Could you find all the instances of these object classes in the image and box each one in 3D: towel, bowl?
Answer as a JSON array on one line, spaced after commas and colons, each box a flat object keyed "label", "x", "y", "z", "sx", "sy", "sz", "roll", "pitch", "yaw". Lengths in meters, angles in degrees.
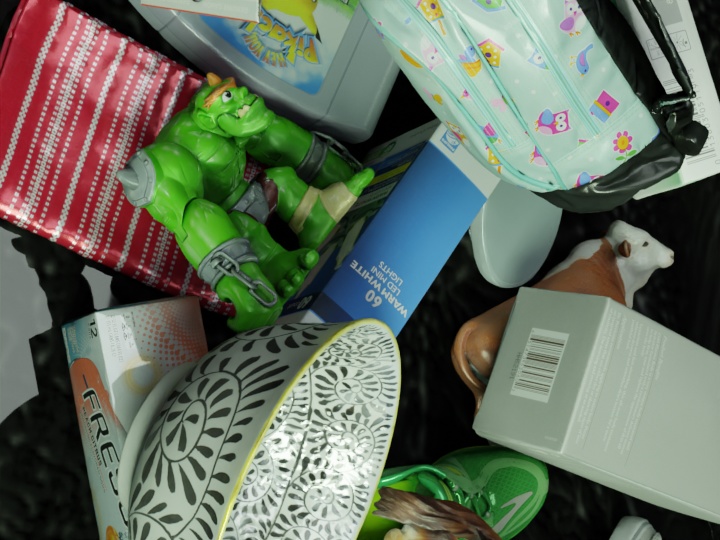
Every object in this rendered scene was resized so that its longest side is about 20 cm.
[{"label": "towel", "x": -0.140, "y": -0.072, "z": 0.824, "sx": 0.200, "sy": 0.022, "sz": 0.145, "roll": 26, "pitch": 69, "yaw": -25}, {"label": "bowl", "x": -0.065, "y": 0.104, "z": 0.698, "sx": 0.094, "sy": 0.201, "sz": 0.201, "roll": 20, "pitch": 63, "yaw": 20}]

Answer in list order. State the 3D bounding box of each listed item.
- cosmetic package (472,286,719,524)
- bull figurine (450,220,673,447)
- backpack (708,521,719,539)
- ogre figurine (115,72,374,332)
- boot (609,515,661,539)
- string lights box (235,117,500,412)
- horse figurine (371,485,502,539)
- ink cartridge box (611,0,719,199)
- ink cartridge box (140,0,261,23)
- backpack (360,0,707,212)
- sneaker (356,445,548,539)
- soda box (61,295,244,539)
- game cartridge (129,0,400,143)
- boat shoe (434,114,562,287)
[{"label": "cosmetic package", "x": 0.183, "y": 0.093, "z": 0.885, "sx": 0.200, "sy": 0.090, "sz": 0.107, "roll": 28, "pitch": 77, "yaw": -38}, {"label": "bull figurine", "x": 0.149, "y": 0.047, "z": 0.948, "sx": 0.200, "sy": 0.065, "sz": 0.122, "roll": -25, "pitch": 100, "yaw": -27}, {"label": "backpack", "x": 0.349, "y": 0.178, "z": 1.010, "sx": 0.167, "sy": 0.126, "sz": 0.201, "roll": -15, "pitch": 91, "yaw": -36}, {"label": "ogre figurine", "x": -0.071, "y": -0.048, "z": 0.782, "sx": 0.120, "sy": 0.098, "sz": 0.200, "roll": 39, "pitch": 50, "yaw": -7}, {"label": "boot", "x": 0.204, "y": 0.250, "z": 0.894, "sx": 0.200, "sy": 0.095, "sz": 0.074, "roll": -62, "pitch": 144, "yaw": -45}, {"label": "string lights box", "x": 0.000, "y": 0.000, "z": 0.845, "sx": 0.059, "sy": 0.103, "sz": 0.200, "roll": 44, "pitch": 62, "yaw": -16}, {"label": "horse figurine", "x": 0.068, "y": 0.208, "z": 0.733, "sx": 0.132, "sy": 0.050, "sz": 0.200, "roll": 9, "pitch": 57, "yaw": -38}, {"label": "ink cartridge box", "x": 0.175, "y": -0.129, "z": 0.930, "sx": 0.050, "sy": 0.200, "sz": 0.161, "roll": -18, "pitch": 90, "yaw": -16}, {"label": "ink cartridge box", "x": -0.068, "y": -0.250, "z": 0.787, "sx": 0.050, "sy": 0.109, "sz": 0.201, "roll": -4, "pitch": 106, "yaw": -50}, {"label": "backpack", "x": 0.088, "y": -0.135, "z": 0.765, "sx": 0.127, "sy": 0.167, "sz": 0.200, "roll": -41, "pitch": 125, "yaw": 3}, {"label": "sneaker", "x": 0.046, "y": 0.158, "z": 0.854, "sx": 0.200, "sy": 0.084, "sz": 0.074, "roll": -7, "pitch": 87, "yaw": -31}, {"label": "soda box", "x": -0.117, "y": 0.118, "z": 0.776, "sx": 0.068, "sy": 0.064, "sz": 0.201, "roll": -9, "pitch": 85, "yaw": -32}, {"label": "game cartridge", "x": -0.056, "y": -0.177, "z": 0.887, "sx": 0.200, "sy": 0.040, "sz": 0.134, "roll": 31, "pitch": 70, "yaw": -22}, {"label": "boat shoe", "x": 0.089, "y": -0.091, "z": 0.935, "sx": 0.071, "sy": 0.091, "sz": 0.201, "roll": -3, "pitch": 97, "yaw": -31}]
